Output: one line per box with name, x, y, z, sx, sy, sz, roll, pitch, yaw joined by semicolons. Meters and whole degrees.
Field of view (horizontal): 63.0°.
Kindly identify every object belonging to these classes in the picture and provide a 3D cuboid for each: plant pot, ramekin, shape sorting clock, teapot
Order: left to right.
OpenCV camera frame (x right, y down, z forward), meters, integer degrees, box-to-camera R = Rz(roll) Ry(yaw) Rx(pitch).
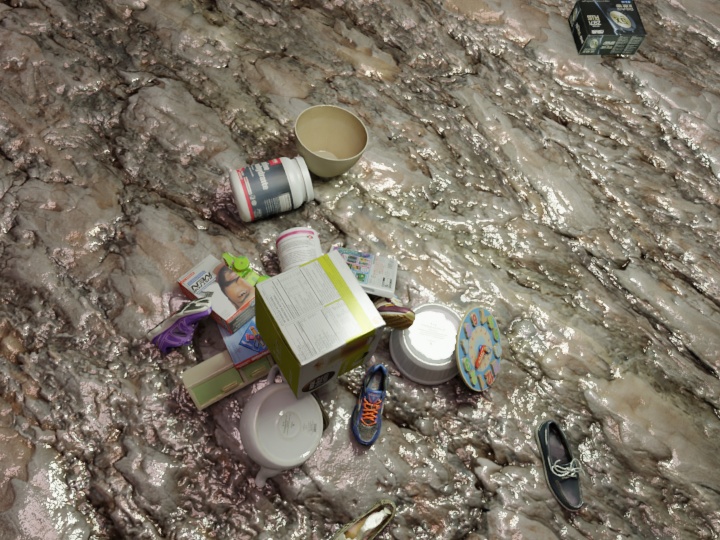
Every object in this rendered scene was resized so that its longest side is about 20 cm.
teapot;-0.189;0.341;1.303;0.200;0.146;0.198;-40;100;-34
plant pot;-0.091;-0.336;1.623;0.199;0.135;0.201;7;57;-12
ramekin;0.173;0.170;1.432;0.201;0.094;0.203;1;65;-3
shape sorting clock;0.285;0.185;1.396;0.039;0.200;0.201;0;57;40

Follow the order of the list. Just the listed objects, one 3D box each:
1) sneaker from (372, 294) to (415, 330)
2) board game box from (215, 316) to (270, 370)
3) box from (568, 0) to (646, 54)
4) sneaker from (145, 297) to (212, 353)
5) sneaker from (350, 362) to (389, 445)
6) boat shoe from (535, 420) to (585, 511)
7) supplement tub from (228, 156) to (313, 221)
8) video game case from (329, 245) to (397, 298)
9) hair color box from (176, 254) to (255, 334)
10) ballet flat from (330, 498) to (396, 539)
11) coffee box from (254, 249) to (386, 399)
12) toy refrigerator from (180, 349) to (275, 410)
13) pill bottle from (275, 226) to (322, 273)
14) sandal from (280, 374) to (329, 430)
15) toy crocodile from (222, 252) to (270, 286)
sneaker;0.072;0.090;1.412;0.075;0.200;0.090;37;66;-23
board game box;-0.272;0.153;1.387;0.103;0.019;0.200;-27;33;-12
box;0.811;-0.804;1.940;0.199;0.086;0.164;-1;65;-5
sneaker;-0.413;0.131;1.386;0.084;0.200;0.081;53;28;-10
sneaker;0.023;0.304;1.367;0.075;0.079;0.201;9;64;1
boat shoe;0.461;0.442;1.340;0.075;0.062;0.201;-6;66;-9
supplement tub;-0.238;-0.219;1.562;0.199;0.140;0.141;-18;67;-12
video game case;0.000;0.000;1.472;0.181;0.024;0.200;13;24;1
hair color box;-0.341;0.055;1.435;0.200;0.064;0.111;32;61;29
ballet flat;-0.003;0.558;1.247;0.200;0.075;0.068;-37;73;-18
coffee box;-0.094;0.116;1.242;0.197;0.200;0.200;-25;66;-22
toy refrigerator;-0.304;0.236;1.365;0.200;0.076;0.070;-27;33;-16
pill bottle;-0.145;0.003;1.479;0.113;0.113;0.201;-9;65;-8
sandal;-0.123;0.278;1.375;0.055;0.082;0.200;-20;75;-54
toy crocodile;-0.277;0.025;1.484;0.200;0.068;0.062;38;68;13
